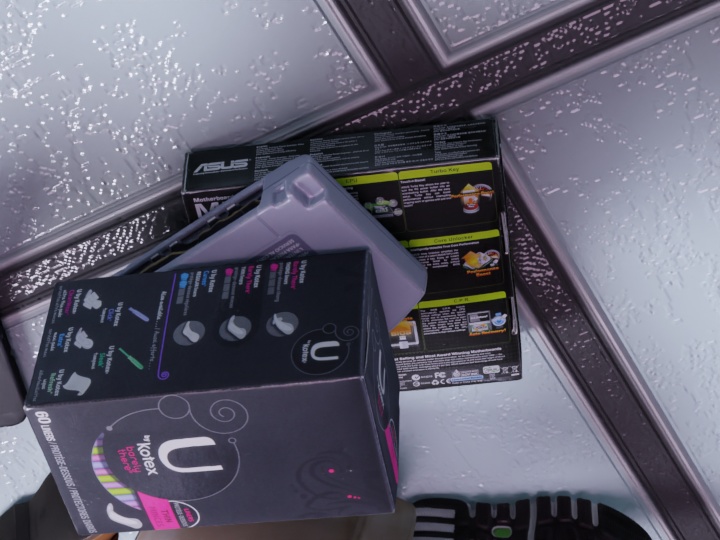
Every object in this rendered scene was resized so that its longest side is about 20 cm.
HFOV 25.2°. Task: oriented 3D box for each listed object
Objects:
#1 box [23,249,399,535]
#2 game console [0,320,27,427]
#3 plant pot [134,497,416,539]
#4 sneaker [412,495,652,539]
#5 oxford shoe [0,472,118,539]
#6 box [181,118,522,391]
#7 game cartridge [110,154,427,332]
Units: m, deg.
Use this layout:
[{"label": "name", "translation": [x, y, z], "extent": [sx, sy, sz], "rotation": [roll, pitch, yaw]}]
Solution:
[{"label": "box", "translation": [-0.082, 0.075, 0.958], "extent": [0.197, 0.107, 0.123], "rotation": [-6, 133, 9]}, {"label": "game console", "translation": [-0.338, 0.082, 1.058], "extent": [0.197, 0.117, 0.177], "rotation": [-5, 132, 4]}, {"label": "plant pot", "translation": [-0.080, 0.221, 1.156], "extent": [0.172, 0.201, 0.201], "rotation": [27, 128, -3]}, {"label": "sneaker", "translation": [0.125, 0.231, 1.236], "extent": [0.197, 0.076, 0.116], "rotation": [7, 138, 8]}, {"label": "oxford shoe", "translation": [-0.203, 0.186, 1.194], "extent": [0.071, 0.072, 0.199], "rotation": [24, 138, -35]}, {"label": "box", "translation": [0.000, 0.000, 1.036], "extent": [0.197, 0.048, 0.195], "rotation": [-6, 129, 6]}, {"label": "game cartridge", "translation": [-0.063, 0.021, 1.003], "extent": [0.199, 0.041, 0.133], "rotation": [-30, 121, 27]}]
